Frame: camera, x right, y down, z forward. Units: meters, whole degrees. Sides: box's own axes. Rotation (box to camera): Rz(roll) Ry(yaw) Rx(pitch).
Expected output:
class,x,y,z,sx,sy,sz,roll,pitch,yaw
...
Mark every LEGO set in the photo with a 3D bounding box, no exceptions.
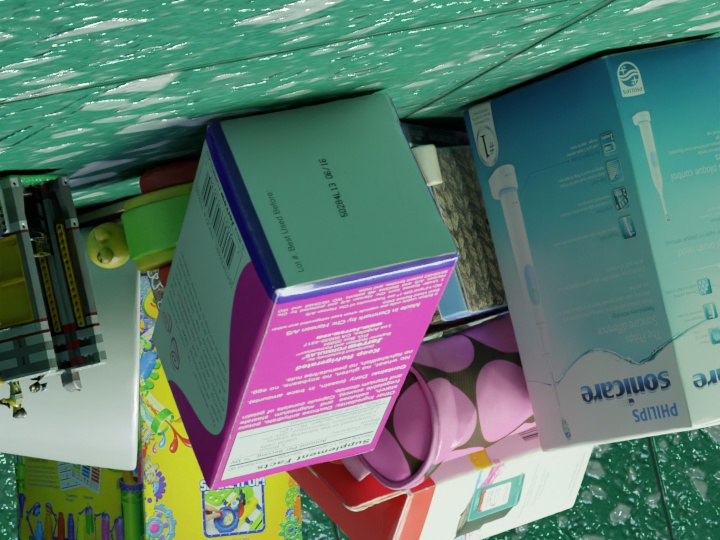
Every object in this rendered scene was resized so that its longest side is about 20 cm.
class,x,y,z,sx,sy,sz,roll,pitch,yaw
LEGO set,-0.216,0.024,1.243,0.153,0.116,0.200,-13,177,15

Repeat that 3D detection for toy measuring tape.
class,x,y,z,sx,sy,sz,roll,pitch,yaw
toy measuring tape,-0.058,-0.033,1.363,0.199,0.074,0.074,-13,177,15

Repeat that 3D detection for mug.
class,x,y,z,sx,sy,sz,roll,pitch,yaw
mug,-0.211,0.052,1.549,0.152,0.150,0.187,0,158,-6

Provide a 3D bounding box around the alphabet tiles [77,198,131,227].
class,x,y,z,sx,sy,sz,roll,pitch,yaw
alphabet tiles,-0.132,-0.035,1.611,0.199,0.008,0.167,-14,177,39

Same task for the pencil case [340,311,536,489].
class,x,y,z,sx,sy,sz,roll,pitch,yaw
pencil case,0.080,0.068,1.485,0.199,0.091,0.094,-12,143,-40

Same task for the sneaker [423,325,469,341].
class,x,y,z,sx,sy,sz,roll,pitch,yaw
sneaker,0.030,0.053,1.708,0.075,0.114,0.200,-38,-156,37

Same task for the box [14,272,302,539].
class,x,y,z,sx,sy,sz,roll,pitch,yaw
box,-0.143,0.098,1.728,0.122,0.194,0.200,-3,180,-32

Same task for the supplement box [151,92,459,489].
class,x,y,z,sx,sy,sz,roll,pitch,yaw
supplement box,-0.033,0.014,1.298,0.103,0.101,0.200,-11,151,-22

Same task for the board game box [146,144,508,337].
class,x,y,z,sx,sy,sz,roll,pitch,yaw
board game box,0.000,0.000,1.528,0.199,0.097,0.159,-19,176,26

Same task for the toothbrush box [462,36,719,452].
class,x,y,z,sx,sy,sz,roll,pitch,yaw
toothbrush box,0.146,-0.011,1.383,0.085,0.201,0.146,-11,176,-30

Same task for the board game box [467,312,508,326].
class,x,y,z,sx,sy,sz,roll,pitch,yaw
board game box,0.156,-0.004,1.694,0.147,0.065,0.200,-27,155,22

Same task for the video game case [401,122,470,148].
class,x,y,z,sx,sy,sz,roll,pitch,yaw
video game case,-0.016,-0.056,1.517,0.142,0.019,0.200,-18,175,15

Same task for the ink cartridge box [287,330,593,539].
class,x,y,z,sx,sy,sz,roll,pitch,yaw
ink cartridge box,0.031,0.110,1.544,0.199,0.067,0.116,-14,-137,-38
